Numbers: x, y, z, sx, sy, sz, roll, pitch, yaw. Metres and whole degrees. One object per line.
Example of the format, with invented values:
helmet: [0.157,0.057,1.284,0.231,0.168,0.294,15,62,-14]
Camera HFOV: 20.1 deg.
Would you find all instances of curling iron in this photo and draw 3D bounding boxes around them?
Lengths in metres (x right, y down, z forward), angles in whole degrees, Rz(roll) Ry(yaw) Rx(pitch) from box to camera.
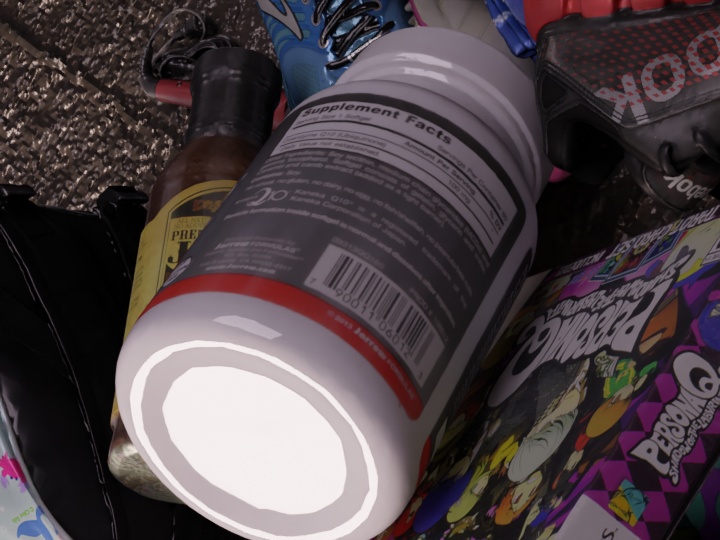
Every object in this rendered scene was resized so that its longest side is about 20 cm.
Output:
curling iron: [-0.034,-0.088,0.981,0.200,0.026,0.050,20,91,37]

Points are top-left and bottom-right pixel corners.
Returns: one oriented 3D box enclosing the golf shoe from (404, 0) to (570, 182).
golf shoe: [0.065,-0.134,0.898,0.092,0.075,0.200,-32,62,20]

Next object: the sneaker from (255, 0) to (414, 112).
sneaker: [-0.021,-0.128,0.930,0.078,0.090,0.200,-30,58,3]

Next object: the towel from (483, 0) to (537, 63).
towel: [0.096,-0.188,0.878,0.145,0.024,0.200,-21,61,-7]

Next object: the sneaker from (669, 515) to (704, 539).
sneaker: [0.115,0.123,0.803,0.080,0.078,0.200,1,65,-2]

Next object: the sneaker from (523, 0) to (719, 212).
sneaker: [0.143,-0.068,0.721,0.200,0.071,0.098,0,77,39]

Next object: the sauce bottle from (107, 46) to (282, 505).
sauce bottle: [-0.064,-0.003,0.859,0.065,0.065,0.200,-15,56,31]

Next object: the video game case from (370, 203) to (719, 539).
video game case: [0.069,0.061,0.736,0.181,0.036,0.200,-54,12,-22]

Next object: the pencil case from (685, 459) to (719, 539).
pencil case: [0.189,0.114,0.724,0.085,0.092,0.200,-25,62,-20]

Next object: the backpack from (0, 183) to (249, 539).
backpack: [-0.131,0.080,0.913,0.151,0.178,0.200,-43,66,27]

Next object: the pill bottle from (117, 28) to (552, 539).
pill bottle: [0.000,0.000,0.778,0.116,0.116,0.200,-8,33,33]
